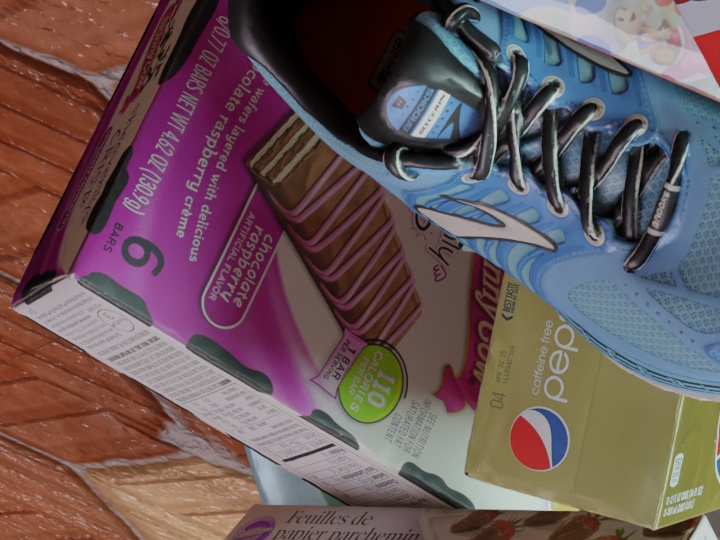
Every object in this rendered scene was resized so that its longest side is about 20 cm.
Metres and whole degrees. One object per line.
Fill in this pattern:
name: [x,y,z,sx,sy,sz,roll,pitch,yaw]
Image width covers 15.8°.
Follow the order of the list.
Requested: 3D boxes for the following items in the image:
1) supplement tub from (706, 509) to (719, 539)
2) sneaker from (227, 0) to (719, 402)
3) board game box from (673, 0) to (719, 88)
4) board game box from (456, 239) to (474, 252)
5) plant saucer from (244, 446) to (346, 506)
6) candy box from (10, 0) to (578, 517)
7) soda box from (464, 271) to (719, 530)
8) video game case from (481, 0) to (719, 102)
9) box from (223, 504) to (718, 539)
supplement tub: [0.233,0.131,0.932,0.200,0.145,0.145,7,152,36]
sneaker: [0.040,-0.027,0.651,0.200,0.079,0.090,29,-170,35]
board game box: [0.108,-0.137,0.480,0.200,0.056,0.196,-13,111,56]
board game box: [0.089,-0.064,0.689,0.200,0.029,0.135,6,118,48]
plant saucer: [-0.007,0.124,1.192,0.201,0.039,0.202,160,90,-79]
candy box: [0.000,0.000,0.891,0.200,0.137,0.061,31,157,-19]
soda box: [0.104,0.034,0.835,0.064,0.068,0.200,14,-174,23]
video game case: [0.096,-0.107,0.591,0.200,0.017,0.143,24,119,9]
box: [0.032,0.104,0.852,0.200,0.039,0.042,-3,125,42]
